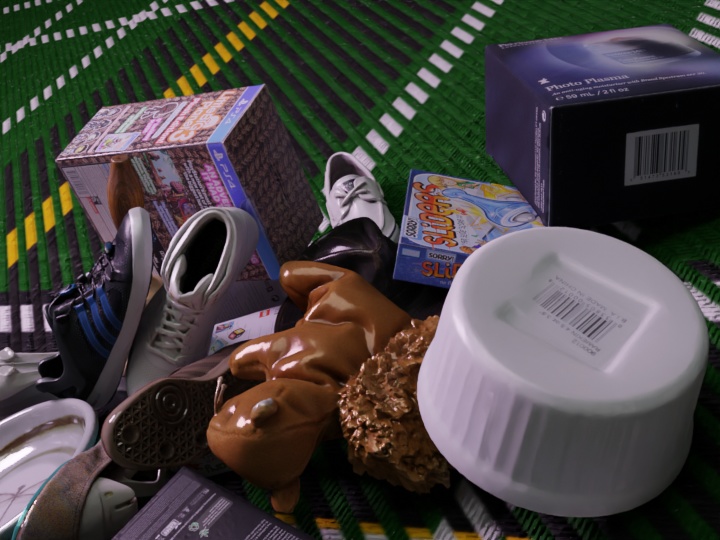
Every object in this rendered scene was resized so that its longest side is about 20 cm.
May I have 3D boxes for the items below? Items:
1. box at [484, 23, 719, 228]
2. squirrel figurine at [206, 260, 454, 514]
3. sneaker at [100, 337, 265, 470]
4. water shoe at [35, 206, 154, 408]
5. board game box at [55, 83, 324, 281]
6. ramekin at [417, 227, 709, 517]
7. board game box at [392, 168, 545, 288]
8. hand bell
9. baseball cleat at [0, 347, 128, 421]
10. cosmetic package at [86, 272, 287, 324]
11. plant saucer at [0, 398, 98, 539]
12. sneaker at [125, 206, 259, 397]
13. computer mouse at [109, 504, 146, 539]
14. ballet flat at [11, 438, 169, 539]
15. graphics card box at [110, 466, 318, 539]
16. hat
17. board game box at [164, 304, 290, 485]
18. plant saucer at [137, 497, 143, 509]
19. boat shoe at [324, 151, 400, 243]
[{"bbox_3d":[0.235,-0.142,1.092,0.198,0.124,0.199,-8,26,-9],"label":"box"},{"bbox_3d":[-0.016,0.098,0.892,0.198,0.143,0.187,7,25,25],"label":"squirrel figurine"},{"bbox_3d":[-0.142,0.114,0.964,0.075,0.071,0.199,-17,3,42],"label":"sneaker"},{"bbox_3d":[-0.234,0.035,1.020,0.078,0.201,0.072,12,24,-19],"label":"water shoe"},{"bbox_3d":[-0.163,-0.078,1.135,0.198,0.160,0.097,-2,39,28],"label":"board game box"},{"bbox_3d":[0.143,0.060,0.813,0.198,0.098,0.201,4,42,-4],"label":"ramekin"},{"bbox_3d":[0.102,-0.034,1.042,0.134,0.035,0.200,10,23,1],"label":"board game box"},{"bbox_3d":[-0.209,-0.012,1.080,0.103,0.201,0.104,-1,32,1],"label":"hand bell"},{"bbox_3d":[-0.289,0.123,1.152,0.198,0.107,0.070,4,37,-11],"label":"baseball cleat"},{"bbox_3d":[-0.185,0.019,1.233,0.199,0.082,0.113,-24,31,-2],"label":"cosmetic package"},{"bbox_3d":[-0.299,0.191,0.986,0.199,0.050,0.201,-25,24,12],"label":"plant saucer"},{"bbox_3d":[-0.158,0.033,1.003,0.116,0.073,0.201,10,-74,-86],"label":"sneaker"},{"bbox_3d":[-0.213,0.246,0.897,0.140,0.046,0.200,8,38,39],"label":"computer mouse"},{"bbox_3d":[-0.195,0.169,0.908,0.067,0.069,0.200,10,22,12],"label":"ballet flat"},{"bbox_3d":[-0.087,0.226,0.796,0.199,0.051,0.126,20,50,31],"label":"graphics card box"},{"bbox_3d":[0.000,0.000,1.065,0.199,0.081,0.201,-17,27,9],"label":"hat"},{"bbox_3d":[-0.124,0.111,1.079,0.125,0.035,0.201,-17,29,12],"label":"board game box"},{"bbox_3d":[-0.282,0.234,0.998,0.199,0.032,0.201,-19,28,11],"label":"plant saucer"},{"bbox_3d":[-0.004,-0.072,1.264,0.071,0.066,0.200,-20,28,6],"label":"boat shoe"}]
